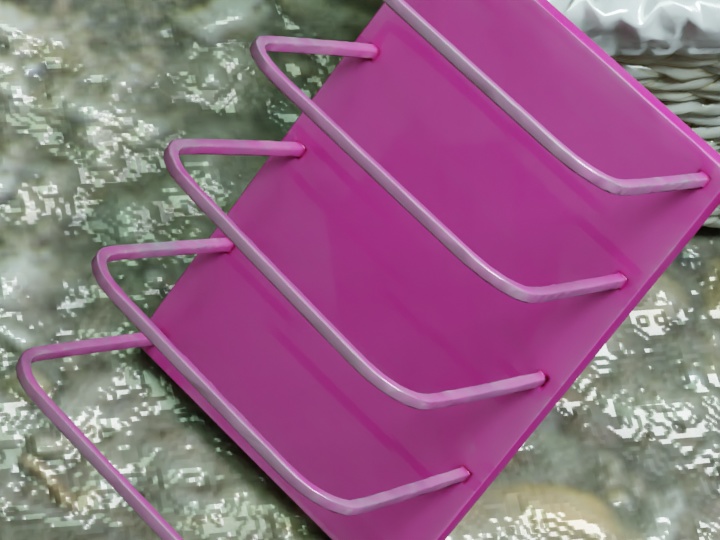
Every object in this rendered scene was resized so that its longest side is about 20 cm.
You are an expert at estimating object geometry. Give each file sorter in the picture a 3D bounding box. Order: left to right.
[{"bbox_3d":[0.000,0.000,0.913,0.139,0.200,0.125,43,19,16],"label":"file sorter"}]

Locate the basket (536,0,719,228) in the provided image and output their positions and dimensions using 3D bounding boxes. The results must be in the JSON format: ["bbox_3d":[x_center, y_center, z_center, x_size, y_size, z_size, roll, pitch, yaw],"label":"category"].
[{"bbox_3d":[0.124,-0.131,1.076,0.199,0.161,0.199,0,57,-15],"label":"basket"}]
